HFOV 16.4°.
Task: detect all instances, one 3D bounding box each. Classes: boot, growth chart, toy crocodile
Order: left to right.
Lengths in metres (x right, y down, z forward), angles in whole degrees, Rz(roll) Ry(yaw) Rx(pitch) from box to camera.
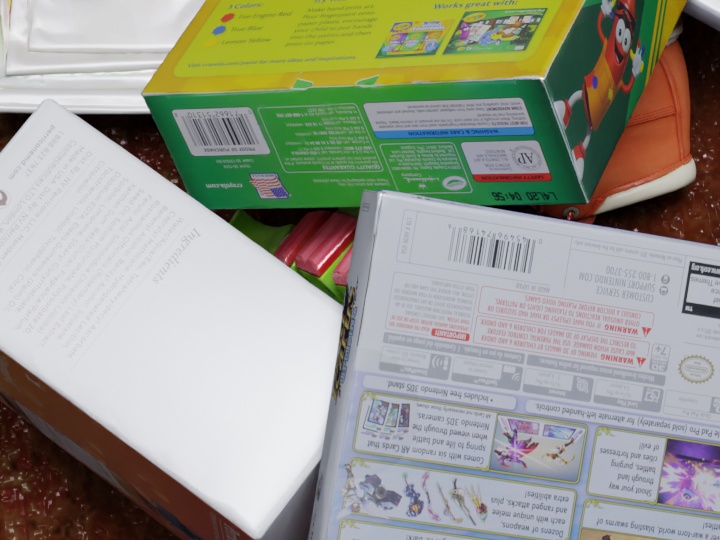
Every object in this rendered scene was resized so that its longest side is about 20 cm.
[{"bbox_3d":[-0.128,-0.164,1.242,0.144,0.018,0.201,8,72,4],"label":"growth chart"},{"bbox_3d":[0.000,0.000,1.157,0.062,0.200,0.068,45,75,-25],"label":"toy crocodile"},{"bbox_3d":[0.070,-0.058,1.210,0.199,0.075,0.108,-16,107,-7],"label":"boot"}]

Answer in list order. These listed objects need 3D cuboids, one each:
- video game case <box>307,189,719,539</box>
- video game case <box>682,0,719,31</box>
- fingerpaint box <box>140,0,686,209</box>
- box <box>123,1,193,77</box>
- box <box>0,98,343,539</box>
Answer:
[{"bbox_3d":[0.085,0.071,1.055,0.199,0.045,0.182,9,90,-11],"label":"video game case"},{"bbox_3d":[0.155,-0.232,1.194,0.182,0.024,0.200,30,76,8],"label":"video game case"},{"bbox_3d":[0.030,-0.105,1.121,0.199,0.073,0.167,0,41,30],"label":"fingerpaint box"},{"bbox_3d":[-0.064,-0.157,1.272,0.200,0.044,0.160,40,76,13],"label":"box"},{"bbox_3d":[-0.091,0.041,1.146,0.200,0.152,0.106,35,75,12],"label":"box"}]
